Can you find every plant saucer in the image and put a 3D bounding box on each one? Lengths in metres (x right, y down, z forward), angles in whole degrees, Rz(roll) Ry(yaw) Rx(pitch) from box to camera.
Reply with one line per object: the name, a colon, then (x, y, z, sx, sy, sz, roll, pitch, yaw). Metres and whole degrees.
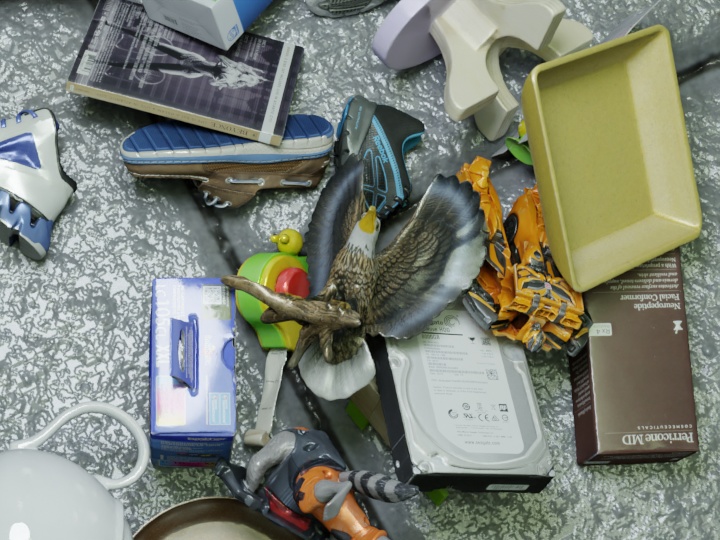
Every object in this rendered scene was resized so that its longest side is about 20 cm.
plant saucer: (0.216, -0.101, 1.713, 0.200, 0.048, 0.201, -22, 104, -42)
plant saucer: (-0.125, 0.299, 1.681, 0.199, 0.032, 0.201, 2, 75, -7)

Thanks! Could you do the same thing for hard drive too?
hard drive: (0.083, 0.097, 1.669, 0.139, 0.038, 0.201, 5, 54, -24)

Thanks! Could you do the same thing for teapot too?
teapot: (-0.248, 0.242, 1.604, 0.145, 0.201, 0.198, 8, 34, -14)

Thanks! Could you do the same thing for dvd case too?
dvd case: (-0.158, -0.186, 1.769, 0.199, 0.016, 0.149, 14, 40, -3)

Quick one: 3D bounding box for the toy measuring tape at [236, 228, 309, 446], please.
toy measuring tape: (-0.088, 0.054, 1.727, 0.073, 0.074, 0.201, 14, 74, -4)

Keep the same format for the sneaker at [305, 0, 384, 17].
sneaker: (0.039, -0.308, 1.839, 0.199, 0.078, 0.100, -8, 73, -11)

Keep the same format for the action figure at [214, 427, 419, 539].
action figure: (-0.014, 0.196, 1.646, 0.200, 0.193, 0.105, 34, 91, -35)

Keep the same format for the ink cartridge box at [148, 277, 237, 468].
ink cartridge box: (-0.144, 0.086, 1.645, 0.076, 0.200, 0.137, 1, 75, -8)

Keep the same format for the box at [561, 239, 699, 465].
box: (0.246, 0.075, 1.770, 0.100, 0.075, 0.201, -2, 78, -10)

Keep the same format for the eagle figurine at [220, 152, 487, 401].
eagle figurine: (0.004, -0.005, 1.632, 0.152, 0.151, 0.200, 50, 39, -6)

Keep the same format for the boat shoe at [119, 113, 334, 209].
boat shoe: (-0.121, -0.094, 1.755, 0.199, 0.072, 0.073, -4, 120, -15)

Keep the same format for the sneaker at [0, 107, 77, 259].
sneaker: (-0.336, -0.111, 1.740, 0.199, 0.081, 0.115, 38, 70, -4)

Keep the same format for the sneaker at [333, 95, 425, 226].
sneaker: (0.007, -0.063, 1.771, 0.081, 0.073, 0.201, 14, 75, -6)

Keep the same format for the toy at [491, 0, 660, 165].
toy: (0.217, -0.171, 1.810, 0.200, 0.115, 0.047, -43, 96, -16)

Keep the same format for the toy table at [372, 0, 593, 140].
toy table: (0.119, -0.218, 1.781, 0.200, 0.184, 0.117, -36, 72, -22)

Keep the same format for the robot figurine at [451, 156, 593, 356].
robot figurine: (0.142, -0.010, 1.719, 0.144, 0.058, 0.201, 16, 38, -25)

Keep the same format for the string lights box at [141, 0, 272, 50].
string lights box: (-0.107, -0.304, 1.793, 0.102, 0.059, 0.200, 24, 63, 30)

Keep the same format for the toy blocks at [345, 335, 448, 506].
toy blocks: (0.063, 0.091, 1.737, 0.136, 0.100, 0.200, -32, 75, -27)
